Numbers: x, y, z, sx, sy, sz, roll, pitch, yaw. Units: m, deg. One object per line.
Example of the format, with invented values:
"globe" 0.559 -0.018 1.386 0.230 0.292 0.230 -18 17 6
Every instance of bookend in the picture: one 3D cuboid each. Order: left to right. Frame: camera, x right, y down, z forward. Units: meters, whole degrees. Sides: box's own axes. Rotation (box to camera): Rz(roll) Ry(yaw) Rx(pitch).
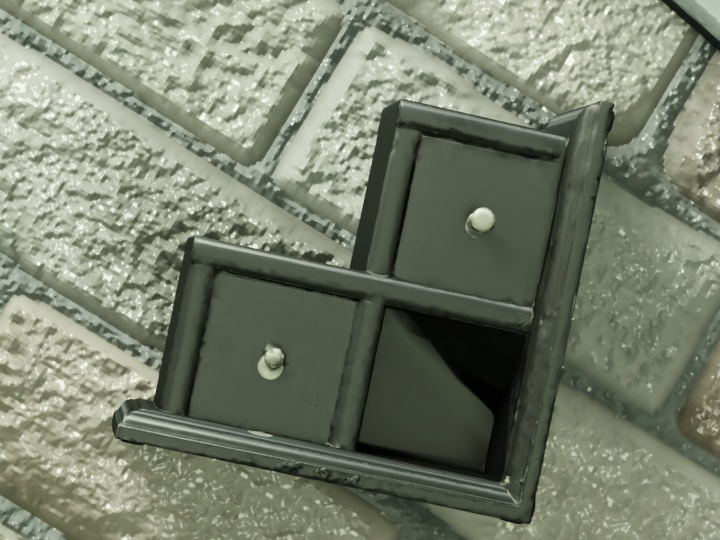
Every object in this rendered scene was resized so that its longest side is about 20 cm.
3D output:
"bookend" 0.000 0.000 1.261 0.197 0.092 0.202 13 89 -6

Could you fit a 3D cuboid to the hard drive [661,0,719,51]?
"hard drive" 0.183 -0.195 1.307 0.200 0.033 0.140 40 87 -5
